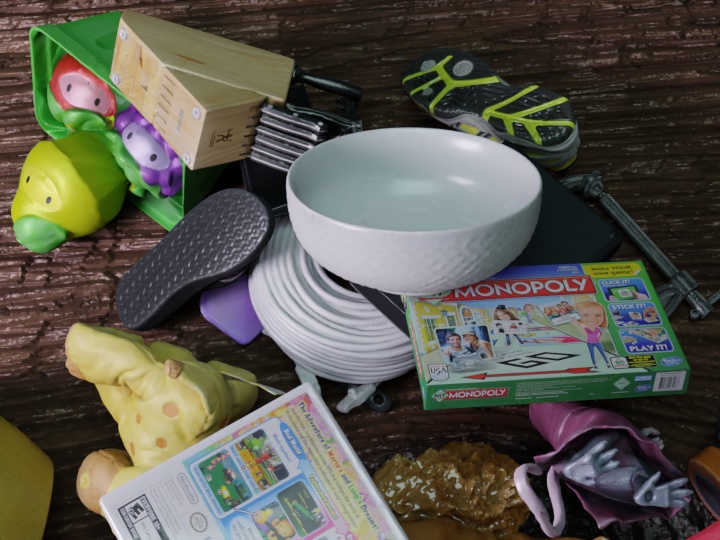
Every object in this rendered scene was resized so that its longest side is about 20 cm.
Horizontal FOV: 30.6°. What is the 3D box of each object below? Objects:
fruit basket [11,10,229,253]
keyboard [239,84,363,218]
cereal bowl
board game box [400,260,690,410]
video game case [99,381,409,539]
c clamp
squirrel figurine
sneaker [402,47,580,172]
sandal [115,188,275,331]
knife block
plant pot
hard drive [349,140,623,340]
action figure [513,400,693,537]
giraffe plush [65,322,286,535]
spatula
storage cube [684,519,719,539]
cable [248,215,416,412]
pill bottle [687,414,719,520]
[{"bbox_3d":[-0.241,-0.113,1.203,0.215,0.156,0.216,5,53,-7],"label":"fruit basket"},{"bbox_3d":[-0.049,-0.116,1.202,0.127,0.021,0.200,-18,38,1],"label":"keyboard"},{"bbox_3d":[0.041,-0.039,1.039,0.199,0.084,0.200,1,29,-1],"label":"cereal bowl"},{"bbox_3d":[0.139,0.047,1.021,0.199,0.029,0.135,-3,39,-6],"label":"board game box"},{"bbox_3d":[-0.065,0.206,0.952,0.182,0.024,0.200,-28,67,-13],"label":"video game case"},{"bbox_3d":[0.233,-0.016,1.190,0.171,0.027,0.200,-42,72,-8],"label":"c clamp"},{"bbox_3d":[0.101,0.222,1.034,0.186,0.142,0.201,-9,68,-7],"label":"squirrel figurine"},{"bbox_3d":[0.118,-0.144,1.229,0.075,0.076,0.200,-46,53,-13],"label":"sneaker"},{"bbox_3d":[-0.139,-0.010,1.152,0.200,0.048,0.076,-31,62,35],"label":"sandal"},{"bbox_3d":[-0.096,-0.155,1.139,0.175,0.064,0.200,-18,52,-38],"label":"knife block"},{"bbox_3d":[-0.329,0.188,1.059,0.142,0.200,0.201,14,65,-19],"label":"plant pot"},{"bbox_3d":[0.110,-0.010,1.118,0.140,0.033,0.200,42,64,17],"label":"hard drive"},{"bbox_3d":[0.179,0.140,1.058,0.149,0.200,0.134,-30,111,-4],"label":"action figure"},{"bbox_3d":[-0.164,0.147,1.071,0.200,0.172,0.163,16,87,43],"label":"giraffe plush"},{"bbox_3d":[-0.056,0.067,1.170,0.200,0.021,0.057,33,71,15],"label":"spatula"},{"bbox_3d":[0.299,0.273,0.940,0.171,0.180,0.200,-5,62,-38],"label":"storage cube"},{"bbox_3d":[0.000,0.000,1.158,0.200,0.069,0.200,-30,67,-19],"label":"cable"},{"bbox_3d":[0.365,0.131,1.071,0.200,0.106,0.106,-33,68,-10],"label":"pill bottle"}]
